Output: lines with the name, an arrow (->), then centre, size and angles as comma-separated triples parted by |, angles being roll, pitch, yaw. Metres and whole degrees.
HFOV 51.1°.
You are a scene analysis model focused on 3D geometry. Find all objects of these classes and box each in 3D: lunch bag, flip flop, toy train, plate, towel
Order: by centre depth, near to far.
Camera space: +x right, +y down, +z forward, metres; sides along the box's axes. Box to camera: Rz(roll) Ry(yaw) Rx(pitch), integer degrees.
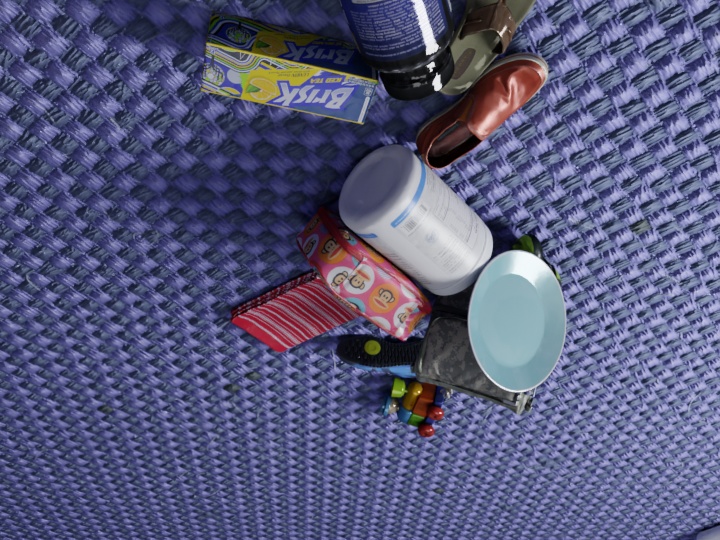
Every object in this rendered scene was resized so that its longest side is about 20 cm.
flip flop -> 0.140, -0.270, 0.849 | 0.080, 0.058, 0.200 | 15, 138, -19
plate -> 0.221, 0.072, 1.081 | 0.199, 0.202, 0.025 | 26, 163, -30
lunch bag -> 0.000, 0.000, 1.090 | 0.200, 0.176, 0.082 | 39, 97, -28
lunch bag -> 0.196, 0.126, 1.196 | 0.198, 0.169, 0.140 | 15, 151, 22
towel -> -0.107, 0.074, 1.286 | 0.199, 0.023, 0.144 | -25, 136, 26
toy train -> 0.110, 0.232, 1.447 | 0.115, 0.085, 0.201 | 16, 139, 0

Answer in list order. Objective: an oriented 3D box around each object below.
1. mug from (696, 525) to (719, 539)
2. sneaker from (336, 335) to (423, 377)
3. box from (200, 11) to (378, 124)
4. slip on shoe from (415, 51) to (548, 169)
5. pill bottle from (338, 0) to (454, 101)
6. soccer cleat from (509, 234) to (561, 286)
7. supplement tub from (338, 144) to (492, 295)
mug -> 1.040, 0.749, 2.082 | 0.149, 0.187, 0.153 | 42, 122, 0
sneaker -> 0.052, 0.165, 1.368 | 0.198, 0.066, 0.079 | 4, 144, -7
box -> -0.082, -0.234, 0.880 | 0.198, 0.065, 0.070 | 9, 140, -13
slip on shoe -> 0.151, -0.194, 0.941 | 0.074, 0.062, 0.199 | 33, 128, -33
pill bottle -> 0.036, -0.282, 0.789 | 0.111, 0.113, 0.201 | -13, 139, 13
soccer cleat -> 0.277, 0.004, 1.189 | 0.080, 0.068, 0.201 | -13, 147, -1
supplement tub -> 0.077, -0.066, 1.036 | 0.131, 0.133, 0.200 | -28, 134, 28
